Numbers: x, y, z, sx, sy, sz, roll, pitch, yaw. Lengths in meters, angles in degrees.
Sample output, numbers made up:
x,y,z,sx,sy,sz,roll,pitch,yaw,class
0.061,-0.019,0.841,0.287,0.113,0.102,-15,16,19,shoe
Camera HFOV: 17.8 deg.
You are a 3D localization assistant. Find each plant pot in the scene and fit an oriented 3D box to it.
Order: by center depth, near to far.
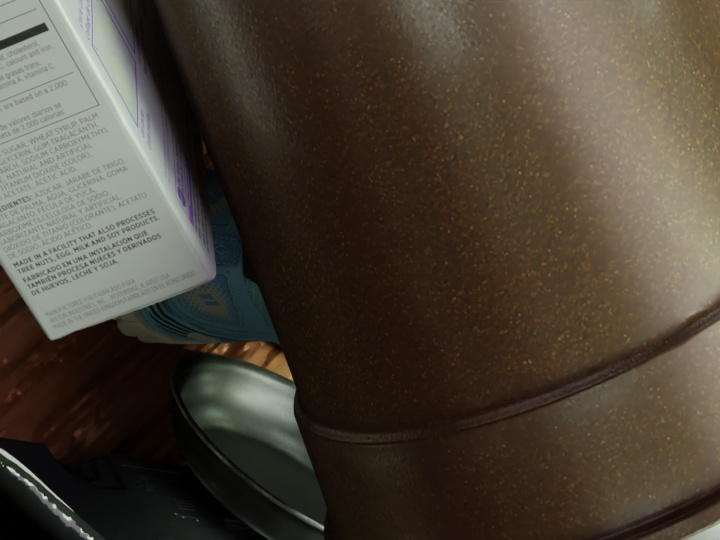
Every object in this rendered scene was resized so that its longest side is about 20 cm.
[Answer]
x,y,z,sx,sy,sz,roll,pitch,yaw,class
0.042,-0.039,0.691,0.200,0.199,0.199,-39,111,-42,plant pot

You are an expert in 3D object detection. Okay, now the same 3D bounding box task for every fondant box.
x,y,z,sx,sy,sz,roll,pitch,yaw,class
-0.108,-0.102,0.656,0.145,0.058,0.201,-101,169,-49,fondant box

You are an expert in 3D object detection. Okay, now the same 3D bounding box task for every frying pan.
x,y,z,sx,sy,sz,roll,pitch,yaw,class
-0.018,0.059,0.846,0.031,0.114,0.190,-57,-174,15,frying pan

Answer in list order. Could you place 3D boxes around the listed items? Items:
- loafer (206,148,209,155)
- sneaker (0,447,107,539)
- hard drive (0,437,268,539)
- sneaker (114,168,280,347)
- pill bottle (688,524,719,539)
x,y,z,sx,sy,sz,roll,pitch,yaw,class
0.024,-0.106,0.797,0.199,0.073,0.073,-34,123,-11,loafer
-0.117,0.122,0.648,0.076,0.115,0.202,-38,138,-38,sneaker
-0.041,0.141,0.729,0.139,0.200,0.038,14,122,-50,hard drive
0.000,0.000,0.835,0.199,0.089,0.079,-4,93,-51,sneaker
0.142,0.068,0.990,0.111,0.111,0.202,26,71,-47,pill bottle
